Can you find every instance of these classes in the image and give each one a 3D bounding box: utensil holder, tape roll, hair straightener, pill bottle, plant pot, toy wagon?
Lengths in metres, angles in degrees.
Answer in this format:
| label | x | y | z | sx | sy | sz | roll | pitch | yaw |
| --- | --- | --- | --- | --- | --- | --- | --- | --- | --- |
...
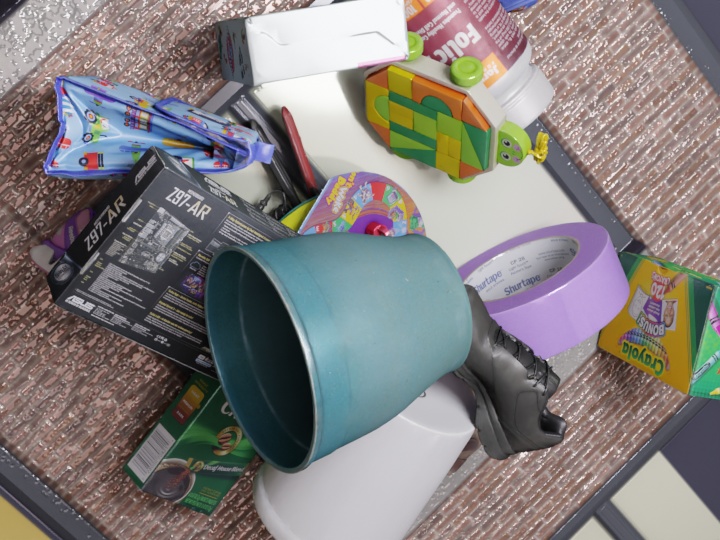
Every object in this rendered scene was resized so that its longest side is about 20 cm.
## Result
| label | x | y | z | sx | sy | sz | roll | pitch | yaw |
| --- | --- | --- | --- | --- | --- | --- | --- | --- | --- |
| utensil holder | 0.007 | 0.187 | 1.159 | 0.169 | 0.170 | 0.200 | 23 | 116 | -18 |
| tape roll | 0.179 | 0.025 | 1.189 | 0.200 | 0.200 | 0.066 | -29 | 106 | -8 |
| hair straightener | -0.077 | -0.070 | 1.193 | 0.077 | 0.041 | 0.201 | -19 | 111 | 4 |
| pill bottle | 0.104 | -0.234 | 1.162 | 0.114 | 0.114 | 0.200 | -43 | 108 | -4 |
| plant pot | -0.012 | 0.053 | 0.997 | 0.187 | 0.200 | 0.201 | -17 | 106 | -29 |
| toy wagon | 0.094 | -0.151 | 1.132 | 0.199 | 0.155 | 0.040 | 27 | 59 | 21 |

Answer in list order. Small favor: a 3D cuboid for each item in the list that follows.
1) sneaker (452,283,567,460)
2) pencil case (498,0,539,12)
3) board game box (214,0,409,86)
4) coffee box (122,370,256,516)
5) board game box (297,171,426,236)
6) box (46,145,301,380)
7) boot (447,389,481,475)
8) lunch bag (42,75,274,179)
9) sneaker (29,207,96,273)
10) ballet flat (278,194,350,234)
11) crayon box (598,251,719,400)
| label | x | y | z | sx | sy | sz | roll | pitch | yaw |
| --- | --- | --- | --- | --- | --- | --- | --- | --- | --- |
| sneaker | 0.142 | 0.094 | 1.084 | 0.090 | 0.076 | 0.200 | -10 | 122 | 29 |
| pencil case | 0.153 | -0.372 | 1.166 | 0.086 | 0.078 | 0.201 | -15 | 107 | 11 |
| board game box | -0.052 | -0.221 | 1.076 | 0.147 | 0.200 | 0.065 | -11 | 104 | -12 |
| coffee box | -0.144 | 0.156 | 1.181 | 0.200 | 0.044 | 0.123 | -52 | 141 | -1 |
| board game box | 0.000 | 0.000 | 1.144 | 0.158 | 0.039 | 0.200 | 37 | 80 | -38 |
| box | -0.157 | 0.000 | 1.026 | 0.200 | 0.044 | 0.160 | 31 | 105 | -40 |
| boot | 0.054 | 0.147 | 1.255 | 0.199 | 0.070 | 0.147 | 22 | 106 | -7 |
| lunch bag | -0.182 | -0.123 | 1.068 | 0.199 | 0.151 | 0.095 | 9 | 99 | -6 |
| sneaker | -0.228 | 0.007 | 1.128 | 0.200 | 0.080 | 0.089 | 33 | 80 | -4 |
| ballet flat | -0.087 | -0.004 | 1.156 | 0.200 | 0.067 | 0.067 | -31 | 134 | 9 |
| crayon box | 0.346 | 0.057 | 1.242 | 0.058 | 0.200 | 0.119 | 9 | 98 | -18 |
